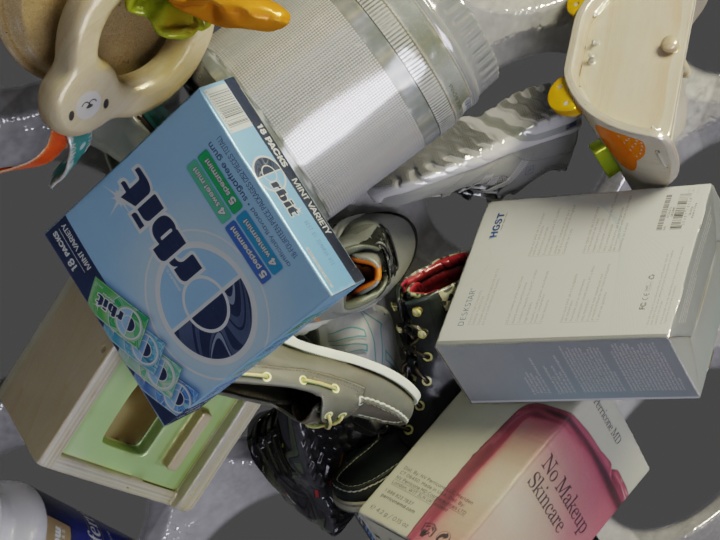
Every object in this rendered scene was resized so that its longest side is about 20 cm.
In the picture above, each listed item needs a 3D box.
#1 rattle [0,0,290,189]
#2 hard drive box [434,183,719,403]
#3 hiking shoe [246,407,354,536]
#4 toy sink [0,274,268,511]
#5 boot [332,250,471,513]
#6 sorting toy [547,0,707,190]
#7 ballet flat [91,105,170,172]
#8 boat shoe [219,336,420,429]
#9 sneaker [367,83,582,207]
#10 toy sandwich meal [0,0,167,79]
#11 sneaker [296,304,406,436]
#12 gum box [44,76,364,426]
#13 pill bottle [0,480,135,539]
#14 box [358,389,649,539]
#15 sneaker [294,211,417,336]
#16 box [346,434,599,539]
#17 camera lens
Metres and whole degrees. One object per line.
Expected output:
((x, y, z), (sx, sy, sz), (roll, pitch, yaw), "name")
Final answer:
((-0.146, -0.114, 1.419), (0.200, 0.143, 0.130), (-54, 161, -4), "rattle")
((0.178, 0.019, 1.640), (0.077, 0.199, 0.156), (57, 43, -39), "hard drive box")
((-0.059, 0.140, 1.739), (0.076, 0.100, 0.200), (-51, 148, -34), "hiking shoe")
((-0.157, 0.101, 1.652), (0.200, 0.112, 0.131), (24, 107, -39), "toy sink")
((0.042, 0.090, 1.715), (0.203, 0.073, 0.154), (-32, 119, -26), "boot")
((0.233, -0.129, 1.712), (0.106, 0.201, 0.180), (-1, 144, 23), "sorting toy")
((-0.128, -0.052, 1.561), (0.069, 0.069, 0.200), (-42, 98, 1), "ballet flat")
((-0.042, 0.088, 1.606), (0.201, 0.072, 0.061), (22, 66, -30), "boat shoe")
((0.097, -0.082, 1.705), (0.199, 0.075, 0.082), (-19, 126, -20), "sneaker")
((-0.186, -0.223, 1.453), (0.205, 0.070, 0.206), (-25, 136, -27), "toy sandwich meal")
((-0.021, 0.046, 1.737), (0.080, 0.070, 0.201), (-51, 132, -23), "sneaker")
((-0.114, -0.010, 1.482), (0.200, 0.170, 0.045), (-37, 173, 39), "gum box")
((-0.265, 0.236, 1.677), (0.116, 0.116, 0.200), (-49, 132, 7), "pill bottle")
((0.117, 0.176, 1.682), (0.200, 0.109, 0.128), (-48, 133, -18), "box")
((0.000, 0.000, 1.653), (0.200, 0.079, 0.074), (-32, 106, -57), "sneaker")
((0.089, 0.209, 1.813), (0.159, 0.200, 0.046), (-23, 139, -15), "box")
((-0.020, -0.139, 1.540), (0.200, 0.160, 0.160), (-37, 132, -4), "camera lens")
